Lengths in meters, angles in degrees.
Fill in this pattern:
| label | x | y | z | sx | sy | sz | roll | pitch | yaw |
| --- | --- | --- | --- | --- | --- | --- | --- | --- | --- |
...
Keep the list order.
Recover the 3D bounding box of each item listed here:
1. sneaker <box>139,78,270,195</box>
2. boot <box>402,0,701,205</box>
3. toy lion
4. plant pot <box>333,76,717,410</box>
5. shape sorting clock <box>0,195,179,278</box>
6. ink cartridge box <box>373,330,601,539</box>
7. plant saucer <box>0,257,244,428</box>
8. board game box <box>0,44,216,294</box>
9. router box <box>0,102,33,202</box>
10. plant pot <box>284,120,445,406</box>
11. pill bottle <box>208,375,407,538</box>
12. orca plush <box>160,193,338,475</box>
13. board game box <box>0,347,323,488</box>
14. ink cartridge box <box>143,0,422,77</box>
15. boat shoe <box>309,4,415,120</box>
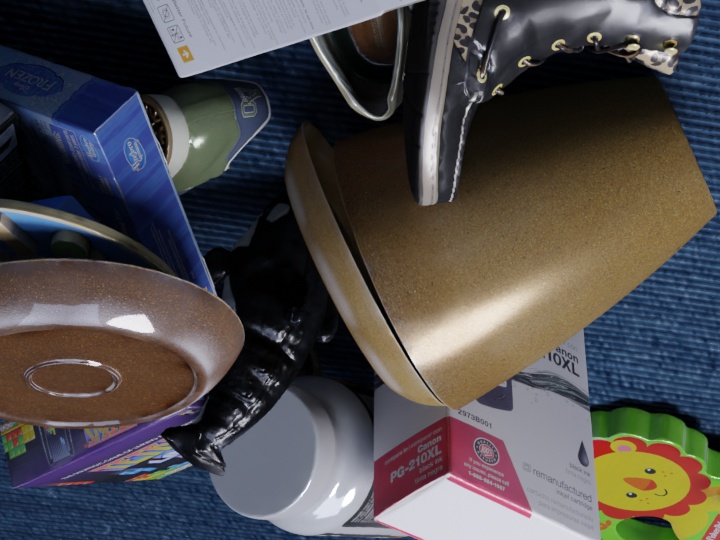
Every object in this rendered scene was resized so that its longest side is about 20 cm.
| label | x | y | z | sx | sy | sz | roll | pitch | yaw |
| --- | --- | --- | --- | --- | --- | --- | --- | --- | --- |
| sneaker | -0.122 | -0.073 | 1.032 | 0.090 | 0.067 | 0.200 | -20 | 176 | -29 |
| boot | 0.105 | -0.128 | 0.891 | 0.150 | 0.073 | 0.201 | 5 | 105 | -10 |
| toy lion | 0.251 | 0.188 | 1.371 | 0.191 | 0.069 | 0.200 | 11 | 144 | 1 |
| plant pot | 0.111 | -0.038 | 0.998 | 0.199 | 0.187 | 0.187 | -25 | 138 | 10 |
| shape sorting clock | -0.198 | 0.015 | 0.936 | 0.199 | 0.039 | 0.200 | 6 | 147 | 4 |
| ink cartridge box | 0.088 | 0.100 | 1.142 | 0.144 | 0.201 | 0.084 | 28 | 134 | -29 |
| plant saucer | -0.167 | 0.051 | 0.932 | 0.199 | 0.032 | 0.200 | -2 | 154 | -1 |
| board game box | -0.193 | -0.049 | 0.995 | 0.198 | 0.043 | 0.200 | 21 | 145 | 32 |
| router box | -0.289 | -0.082 | 0.966 | 0.200 | 0.051 | 0.149 | 32 | 150 | 15 |
| plant pot | 0.000 | 0.000 | 1.014 | 0.027 | 0.200 | 0.200 | -26 | 138 | 8 |
| pill bottle | -0.018 | 0.138 | 1.176 | 0.116 | 0.117 | 0.200 | -19 | 161 | 27 |
| orca plush | -0.067 | 0.032 | 1.053 | 0.105 | 0.200 | 0.071 | 40 | 157 | -10 |
| board game box | -0.152 | 0.114 | 1.243 | 0.200 | 0.057 | 0.165 | -26 | 163 | 33 |
| ink cartridge box | -0.047 | -0.169 | 0.847 | 0.200 | 0.037 | 0.095 | -8 | 113 | 47 |
| boat shoe | -0.003 | -0.169 | 0.895 | 0.074 | 0.069 | 0.200 | -6 | 141 | 17 |
